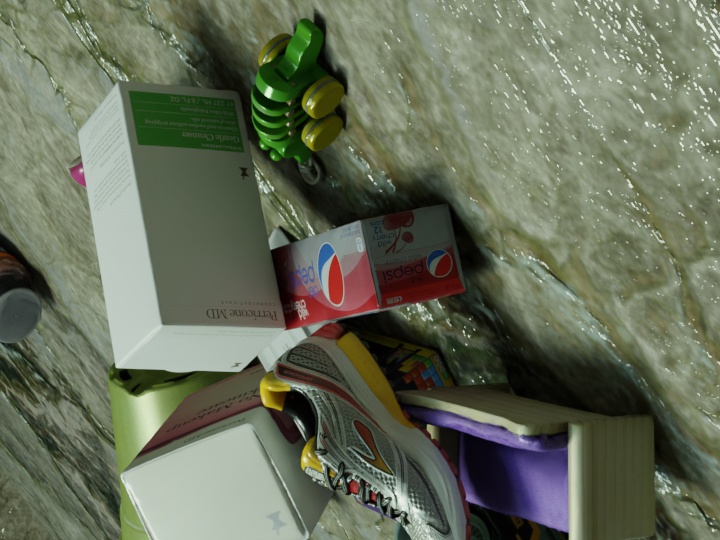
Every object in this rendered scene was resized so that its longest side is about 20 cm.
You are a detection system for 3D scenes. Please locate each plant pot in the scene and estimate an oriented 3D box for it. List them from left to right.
[{"bbox_3d":[-0.159,0.166,2.012,0.200,0.200,0.190,23,133,55],"label":"plant pot"}]

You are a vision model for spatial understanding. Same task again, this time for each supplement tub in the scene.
[{"bbox_3d":[-0.456,0.014,2.508,0.200,0.107,0.107,33,152,45],"label":"supplement tub"}]

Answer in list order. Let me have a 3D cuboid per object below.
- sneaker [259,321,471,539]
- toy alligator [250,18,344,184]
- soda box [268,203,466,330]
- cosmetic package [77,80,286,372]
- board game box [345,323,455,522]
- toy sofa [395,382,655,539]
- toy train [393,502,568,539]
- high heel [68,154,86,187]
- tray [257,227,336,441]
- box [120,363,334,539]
[{"bbox_3d":[0.004,0.134,1.447,0.200,0.082,0.078,52,155,21],"label":"sneaker"},{"bbox_3d":[-0.051,-0.103,1.482,0.059,0.054,0.200,46,159,20],"label":"toy alligator"},{"bbox_3d":[0.000,0.000,1.492,0.200,0.070,0.063,164,94,-69],"label":"soda box"},{"bbox_3d":[-0.134,-0.031,1.570,0.085,0.108,0.200,-42,54,49],"label":"cosmetic package"},{"bbox_3d":[0.026,0.129,1.691,0.200,0.057,0.165,13,135,61],"label":"board game box"},{"bbox_3d":[0.104,0.128,1.416,0.200,0.098,0.083,8,100,62],"label":"toy sofa"},{"bbox_3d":[0.109,0.219,1.567,0.200,0.114,0.085,58,153,-15],"label":"toy train"},{"bbox_3d":[-0.168,-0.064,1.706,0.096,0.067,0.200,60,-162,3],"label":"high heel"},{"bbox_3d":[-0.049,0.066,1.667,0.200,0.022,0.107,57,141,43],"label":"tray"},{"bbox_3d":[-0.098,0.161,1.771,0.109,0.128,0.200,65,-164,-9],"label":"box"}]
